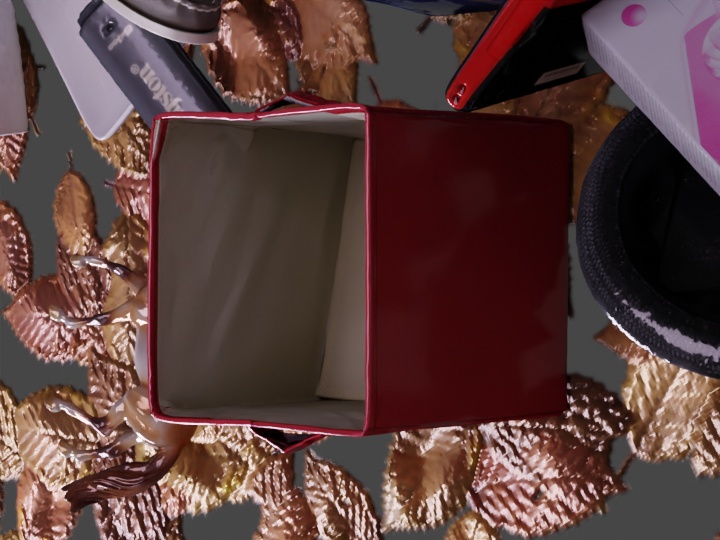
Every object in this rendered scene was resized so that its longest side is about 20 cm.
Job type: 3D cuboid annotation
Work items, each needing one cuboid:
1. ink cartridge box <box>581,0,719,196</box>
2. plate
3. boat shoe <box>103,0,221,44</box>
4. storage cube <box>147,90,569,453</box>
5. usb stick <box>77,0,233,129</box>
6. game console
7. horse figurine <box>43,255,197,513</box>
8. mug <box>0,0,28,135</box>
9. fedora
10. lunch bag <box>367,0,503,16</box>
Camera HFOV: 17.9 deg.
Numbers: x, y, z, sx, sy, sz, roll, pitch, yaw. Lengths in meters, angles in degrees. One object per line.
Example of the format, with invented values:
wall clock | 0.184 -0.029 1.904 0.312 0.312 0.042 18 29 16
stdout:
ink cartridge box | 0.243 -0.108 1.112 0.196 0.043 0.200 -36 60 -5
plate | -0.154 -0.222 1.543 0.200 0.032 0.200 -45 63 32
boat shoe | -0.148 -0.218 1.470 0.202 0.072 0.060 48 125 34
storage cube | 0.000 0.000 1.308 0.171 0.180 0.200 1 91 42
usb stick | -0.112 -0.100 1.479 0.200 0.033 0.055 53 123 13
game console | 0.136 -0.162 1.175 0.031 0.200 0.177 47 120 14
horse figurine | -0.146 0.063 1.518 0.133 0.050 0.200 1 82 25
mug | -0.332 -0.176 1.617 0.200 0.148 0.175 0 97 48
fedora | 0.212 -0.012 1.149 0.201 0.092 0.201 -6 62 12
lunch bag | 0.068 -0.245 1.275 0.132 0.136 0.200 0 89 42
